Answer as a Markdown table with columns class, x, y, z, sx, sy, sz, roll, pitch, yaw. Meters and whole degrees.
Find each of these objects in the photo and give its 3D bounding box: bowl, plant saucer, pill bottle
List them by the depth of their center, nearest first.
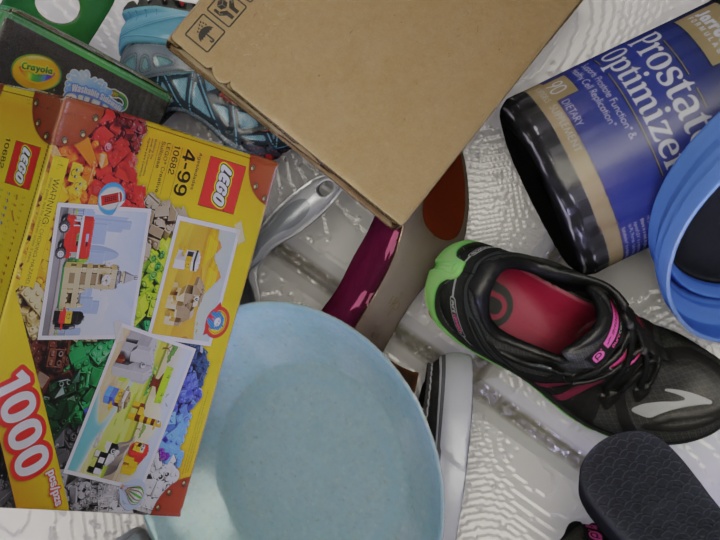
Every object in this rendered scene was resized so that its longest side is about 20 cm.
| class | x | y | z | sx | sy | sz | roll | pitch | yaw |
| --- | --- | --- | --- | --- | --- | --- | --- | --- | --- |
| bowl | 0.246 | -0.041 | 0.779 | 0.200 | 0.201 | 0.039 | -25 | 52 | 0 |
| plant saucer | -0.035 | 0.115 | 0.798 | 0.201 | 0.039 | 0.202 | 3 | 96 | 30 |
| pill bottle | 0.189 | -0.087 | 0.817 | 0.200 | 0.112 | 0.112 | -26 | 84 | 0 |

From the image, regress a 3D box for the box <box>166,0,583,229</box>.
| class | x | y | z | sx | sy | sz | roll | pitch | yaw |
| --- | --- | --- | --- | --- | --- | --- | --- | --- | --- |
| box | 0.018 | -0.147 | 0.798 | 0.163 | 0.021 | 0.200 | 39 | 77 | -1 |

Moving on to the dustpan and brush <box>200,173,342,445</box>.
| class | x | y | z | sx | sy | sz | roll | pitch | yaw |
| --- | --- | --- | --- | --- | --- | --- | --- | --- | --- |
| dustpan and brush | -0.088 | 0.010 | 0.845 | 0.200 | 0.057 | 0.140 | -38 | 85 | -1 |

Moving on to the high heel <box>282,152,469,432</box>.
| class | x | y | z | sx | sy | sz | roll | pitch | yaw |
| --- | --- | --- | --- | --- | --- | --- | --- | --- | --- |
| high heel | 0.000 | 0.000 | 0.851 | 0.096 | 0.067 | 0.200 | 1 | 65 | 38 |

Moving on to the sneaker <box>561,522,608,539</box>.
| class | x | y | z | sx | sy | sz | roll | pitch | yaw |
| --- | --- | --- | --- | --- | --- | --- | --- | --- | --- |
| sneaker | 0.152 | 0.174 | 0.807 | 0.200 | 0.077 | 0.084 | -23 | 87 | -1 |

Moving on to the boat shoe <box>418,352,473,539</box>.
| class | x | y | z | sx | sy | sz | roll | pitch | yaw |
| --- | --- | --- | --- | --- | --- | --- | --- | --- | --- |
| boat shoe | 0.022 | 0.143 | 0.831 | 0.066 | 0.070 | 0.201 | 10 | 93 | 2 |

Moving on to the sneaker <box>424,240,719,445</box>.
| class | x | y | z | sx | sy | sz | roll | pitch | yaw |
| --- | --- | --- | --- | --- | --- | --- | --- | --- | --- |
| sneaker | 0.130 | 0.047 | 0.811 | 0.200 | 0.084 | 0.077 | 23 | 85 | -13 |

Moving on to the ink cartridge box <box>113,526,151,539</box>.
| class | x | y | z | sx | sy | sz | roll | pitch | yaw |
| --- | --- | --- | --- | --- | --- | --- | --- | --- | --- |
| ink cartridge box | -0.169 | 0.218 | 0.763 | 0.144 | 0.200 | 0.084 | -33 | 88 | -1 |

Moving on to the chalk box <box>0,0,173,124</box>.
| class | x | y | z | sx | sy | sz | roll | pitch | yaw |
| --- | --- | --- | --- | --- | --- | --- | --- | --- | --- |
| chalk box | -0.202 | -0.079 | 0.805 | 0.124 | 0.125 | 0.200 | 16 | 83 | 41 |

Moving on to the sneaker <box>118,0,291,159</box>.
| class | x | y | z | sx | sy | sz | roll | pitch | yaw |
| --- | --- | --- | --- | --- | --- | --- | --- | --- | --- |
| sneaker | -0.049 | -0.099 | 0.856 | 0.199 | 0.079 | 0.096 | 12 | 97 | 11 |

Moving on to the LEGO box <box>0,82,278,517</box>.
| class | x | y | z | sx | sy | sz | roll | pitch | yaw |
| --- | --- | --- | --- | --- | --- | --- | --- | --- | --- |
| LEGO box | -0.143 | 0.018 | 0.749 | 0.077 | 0.149 | 0.201 | 17 | 92 | 42 |

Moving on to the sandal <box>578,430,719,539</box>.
| class | x | y | z | sx | sy | sz | roll | pitch | yaw |
| --- | --- | --- | --- | --- | --- | --- | --- | --- | --- |
| sandal | 0.184 | 0.171 | 0.749 | 0.076 | 0.043 | 0.200 | -22 | 56 | -8 |
